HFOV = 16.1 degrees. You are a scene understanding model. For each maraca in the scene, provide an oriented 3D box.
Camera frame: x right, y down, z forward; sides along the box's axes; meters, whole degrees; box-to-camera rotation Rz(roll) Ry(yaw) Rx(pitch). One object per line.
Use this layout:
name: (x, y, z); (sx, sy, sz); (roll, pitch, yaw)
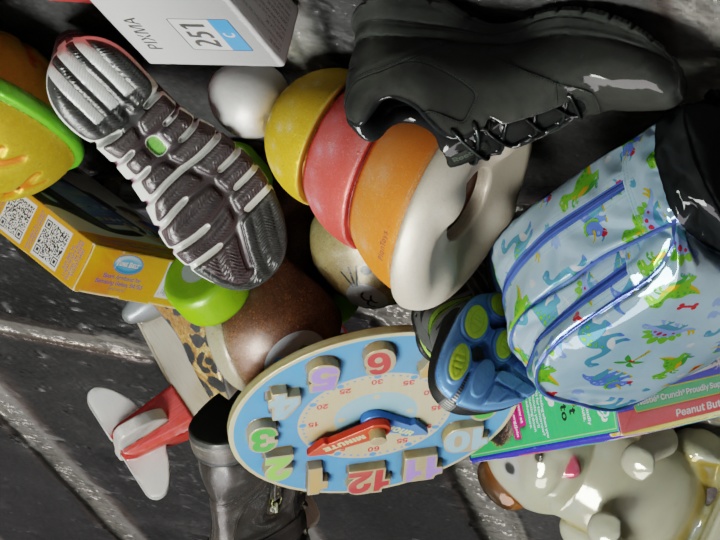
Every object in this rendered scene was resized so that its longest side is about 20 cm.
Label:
maraca: (-0.253, -0.109, 1.620); (0.137, 0.107, 0.200); (8, 162, 25)

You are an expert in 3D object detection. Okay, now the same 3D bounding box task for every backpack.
backpack: (0.168, -0.005, 1.482); (0.200, 0.154, 0.163); (-15, 162, 41)

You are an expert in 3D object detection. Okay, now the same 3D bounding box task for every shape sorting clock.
shape sorting clock: (0.010, 0.098, 1.719); (0.200, 0.039, 0.200); (-9, 150, -5)

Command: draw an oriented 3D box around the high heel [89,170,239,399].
high heel: (-0.141, 0.019, 1.858); (0.142, 0.071, 0.200); (12, 125, 26)

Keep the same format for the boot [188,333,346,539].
boot: (-0.055, 0.152, 1.862); (0.069, 0.200, 0.174); (24, 132, 38)

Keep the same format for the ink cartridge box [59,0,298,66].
ink cartridge box: (-0.153, -0.180, 1.441); (0.176, 0.045, 0.200); (4, 159, 25)

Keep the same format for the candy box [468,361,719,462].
candy box: (0.188, 0.077, 1.772); (0.169, 0.077, 0.200); (-9, 173, -29)

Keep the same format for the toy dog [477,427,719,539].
toy dog: (0.197, 0.156, 2.050); (0.200, 0.140, 0.194); (21, -163, -22)

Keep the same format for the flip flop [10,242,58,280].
flip flop: (-0.240, -0.048, 1.884); (0.200, 0.058, 0.081); (40, 158, -22)

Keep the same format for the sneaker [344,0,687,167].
sneaker: (0.083, -0.098, 1.426); (0.200, 0.091, 0.076); (5, 157, 23)

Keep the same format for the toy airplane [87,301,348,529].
toy airplane: (-0.107, 0.084, 1.941); (0.200, 0.199, 0.141); (20, 147, -14)

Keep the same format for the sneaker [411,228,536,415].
sneaker: (0.072, 0.043, 1.588); (0.083, 0.200, 0.071); (-38, 103, 22)

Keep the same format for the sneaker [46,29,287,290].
sneaker: (-0.123, -0.082, 1.608); (0.200, 0.076, 0.116); (51, -178, -23)

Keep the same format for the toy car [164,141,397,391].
toy car: (0.000, 0.000, 1.710); (0.200, 0.158, 0.164); (-9, 142, 28)

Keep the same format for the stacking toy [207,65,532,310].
stacking toy: (-0.008, -0.079, 1.551); (0.200, 0.146, 0.146); (28, 166, 19)

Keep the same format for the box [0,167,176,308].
box: (-0.209, -0.041, 1.749); (0.200, 0.042, 0.119); (37, -165, 35)
